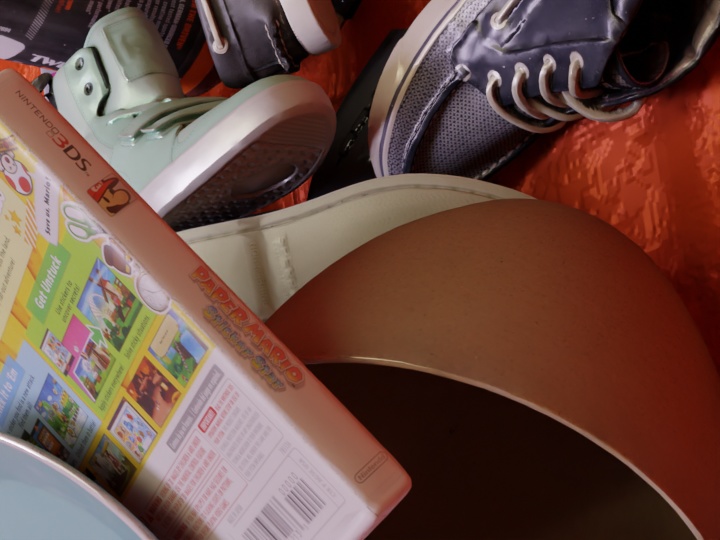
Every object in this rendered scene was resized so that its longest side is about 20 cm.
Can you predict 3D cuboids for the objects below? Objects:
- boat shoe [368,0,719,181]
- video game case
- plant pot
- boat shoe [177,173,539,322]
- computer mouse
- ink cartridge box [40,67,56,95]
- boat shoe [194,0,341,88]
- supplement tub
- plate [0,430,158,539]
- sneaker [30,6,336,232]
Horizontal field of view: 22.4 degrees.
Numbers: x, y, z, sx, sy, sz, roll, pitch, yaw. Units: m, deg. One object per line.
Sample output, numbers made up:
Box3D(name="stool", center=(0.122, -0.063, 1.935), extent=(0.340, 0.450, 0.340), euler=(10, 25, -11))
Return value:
Box3D(name="boat shoe", center=(0.075, -0.084, 0.734), extent=(0.200, 0.074, 0.093), euler=(-56, 35, 29))
Box3D(name="video game case", center=(-0.083, 0.050, 0.632), extent=(0.182, 0.023, 0.200), euler=(45, 147, 7))
Box3D(name="plant pot", center=(0.053, 0.052, 0.670), extent=(0.200, 0.200, 0.135), euler=(-30, 26, 47))
Box3D(name="boat shoe", center=(0.000, 0.003, 0.789), extent=(0.198, 0.066, 0.075), euler=(-12, 87, 13))
Box3D(name="computer mouse", center=(0.000, -0.082, 0.860), extent=(0.140, 0.046, 0.201), euler=(42, 117, 47))
Box3D(name="ink cartridge box", center=(-0.124, -0.001, 0.964), extent=(0.119, 0.042, 0.201), euler=(71, -173, -62))
Box3D(name="boat shoe", center=(-0.072, -0.181, 0.856), extent=(0.060, 0.074, 0.201), euler=(-25, 82, 11))
Box3D(name="supplement tub", center=(-0.123, -0.146, 0.911), extent=(0.107, 0.199, 0.108), euler=(-19, 66, 51))
Box3D(name="plate", center=(-0.109, 0.137, 0.684), extent=(0.199, 0.026, 0.201), euler=(21, 130, 27))
Box3D(name="sneaker", center=(-0.089, -0.074, 0.813), extent=(0.200, 0.073, 0.119), euler=(-30, 74, 53))
